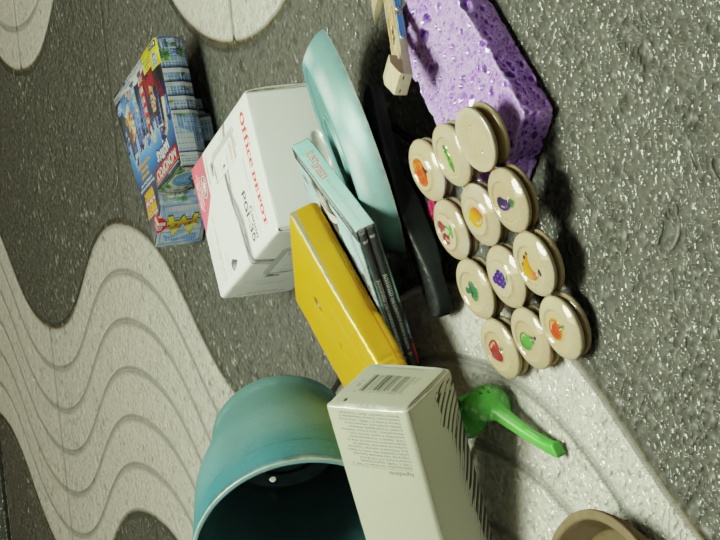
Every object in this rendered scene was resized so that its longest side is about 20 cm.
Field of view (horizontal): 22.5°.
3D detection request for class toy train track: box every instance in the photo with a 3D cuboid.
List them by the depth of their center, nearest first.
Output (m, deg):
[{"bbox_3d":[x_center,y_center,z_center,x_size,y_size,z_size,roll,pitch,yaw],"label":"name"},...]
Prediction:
[{"bbox_3d":[0.014,-0.219,1.458,0.115,0.033,0.200,106,162,-47],"label":"toy train track"}]

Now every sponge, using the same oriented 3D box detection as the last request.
[{"bbox_3d":[0.082,-0.150,1.384,0.112,0.030,0.200,108,147,-47],"label":"sponge"}]

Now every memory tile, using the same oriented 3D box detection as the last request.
[{"bbox_3d":[0.099,-0.019,1.347,0.200,0.017,0.153,67,156,1],"label":"memory tile"}]

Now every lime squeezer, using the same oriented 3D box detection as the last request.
[{"bbox_3d":[0.101,0.126,1.440,0.071,0.038,0.200,50,154,-3],"label":"lime squeezer"}]

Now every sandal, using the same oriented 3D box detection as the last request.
[{"bbox_3d":[0.048,-0.061,1.487,0.075,0.045,0.200,-139,29,-81],"label":"sandal"}]

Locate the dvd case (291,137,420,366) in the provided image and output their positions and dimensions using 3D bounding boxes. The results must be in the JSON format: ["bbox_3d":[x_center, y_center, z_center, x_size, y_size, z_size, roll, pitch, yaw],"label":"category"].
[{"bbox_3d":[0.000,0.000,1.550,0.146,0.022,0.200,54,165,48],"label":"dvd case"}]

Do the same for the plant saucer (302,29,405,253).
[{"bbox_3d":[-0.010,-0.104,1.527,0.200,0.027,0.200,159,90,-86],"label":"plant saucer"}]

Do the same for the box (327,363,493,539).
[{"bbox_3d":[0.045,0.177,1.435,0.082,0.068,0.200,3,119,35],"label":"box"}]

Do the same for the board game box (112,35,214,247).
[{"bbox_3d":[-0.211,-0.138,2.046,0.200,0.062,0.200,145,114,-65],"label":"board game box"}]

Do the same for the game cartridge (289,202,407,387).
[{"bbox_3d":[-0.002,0.062,1.561,0.200,0.032,0.176,58,167,22],"label":"game cartridge"}]

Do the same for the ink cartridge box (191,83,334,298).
[{"bbox_3d":[-0.087,-0.075,1.742,0.200,0.083,0.147,135,124,-63],"label":"ink cartridge box"}]

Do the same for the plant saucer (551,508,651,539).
[{"bbox_3d":[0.187,0.265,1.275,0.200,0.029,0.200,171,90,-67],"label":"plant saucer"}]

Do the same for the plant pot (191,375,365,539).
[{"bbox_3d":[-0.060,0.199,1.656,0.188,0.200,0.200,-106,18,-59],"label":"plant pot"}]
